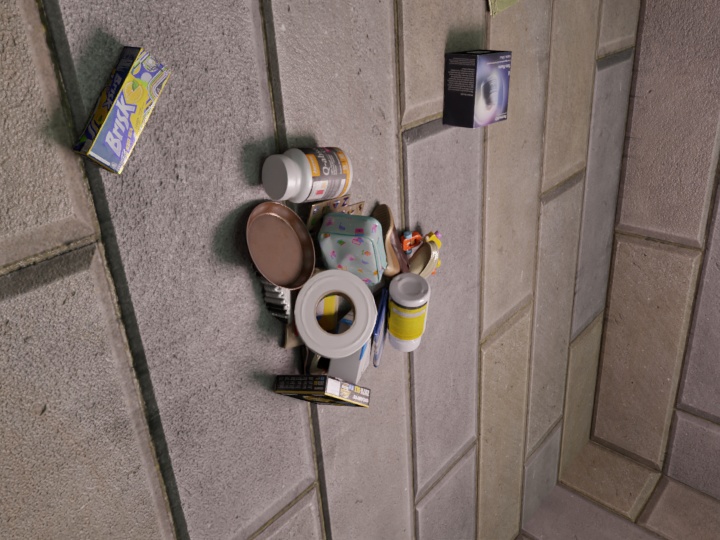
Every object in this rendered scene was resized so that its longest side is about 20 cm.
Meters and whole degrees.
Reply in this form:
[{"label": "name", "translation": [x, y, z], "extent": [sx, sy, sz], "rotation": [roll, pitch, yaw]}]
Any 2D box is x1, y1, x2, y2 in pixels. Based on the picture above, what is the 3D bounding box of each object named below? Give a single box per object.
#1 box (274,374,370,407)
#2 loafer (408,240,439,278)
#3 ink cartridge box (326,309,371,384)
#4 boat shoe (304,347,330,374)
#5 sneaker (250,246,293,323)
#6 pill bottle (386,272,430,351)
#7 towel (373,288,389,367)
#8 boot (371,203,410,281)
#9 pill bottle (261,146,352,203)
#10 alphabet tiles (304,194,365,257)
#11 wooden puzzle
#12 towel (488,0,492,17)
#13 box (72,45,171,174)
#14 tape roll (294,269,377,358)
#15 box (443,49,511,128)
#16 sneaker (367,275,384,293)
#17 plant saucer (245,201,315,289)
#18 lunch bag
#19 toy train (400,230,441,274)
[{"label": "box", "translation": [-0.094, 0.298, 1.499], "extent": [0.157, 0.196, 0.051], "rotation": [24, 66, -41]}, {"label": "loafer", "translation": [0.157, -0.002, 1.765], "extent": [0.067, 0.076, 0.203], "rotation": [12, 118, -43]}, {"label": "ink cartridge box", "translation": [-0.017, 0.196, 1.592], "extent": [0.200, 0.081, 0.151], "rotation": [-32, 135, -78]}, {"label": "boat shoe", "translation": [-0.102, 0.234, 1.566], "extent": [0.070, 0.062, 0.205], "rotation": [-31, 141, -35]}, {"label": "sneaker", "translation": [-0.188, 0.035, 1.414], "extent": [0.081, 0.073, 0.205], "rotation": [-45, 135, -40]}, {"label": "pill bottle", "translation": [0.127, 0.118, 1.648], "extent": [0.113, 0.113, 0.205], "rotation": [-36, 144, -35]}, {"label": "towel", "translation": [0.055, 0.161, 1.667], "extent": [0.202, 0.023, 0.151], "rotation": [86, 17, -57]}, {"label": "boot", "translation": [0.088, -0.066, 1.687], "extent": [0.166, 0.070, 0.208], "rotation": [30, 54, -62]}, {"label": "pill bottle", "translation": [-0.119, -0.215, 1.365], "extent": [0.197, 0.114, 0.121], "rotation": [-15, 115, -46]}, {"label": "alphabet tiles", "translation": [-0.067, -0.110, 1.504], "extent": [0.197, 0.007, 0.171], "rotation": [-23, 140, -44]}, {"label": "wooden puzzle", "translation": [-0.115, 0.093, 1.543], "extent": [0.182, 0.037, 0.208], "rotation": [-8, 109, -49]}, {"label": "towel", "translation": [0.440, -0.878, 1.847], "extent": [0.199, 0.036, 0.152], "rotation": [-41, 131, -32]}, {"label": "box", "translation": [-0.408, -0.275, 1.039], "extent": [0.070, 0.063, 0.205], "rotation": [33, 79, -49]}, {"label": "tape roll", "translation": [-0.060, 0.105, 1.444], "extent": [0.207, 0.198, 0.071], "rotation": [-61, 180, -12]}, {"label": "box", "translation": [0.349, -0.541, 1.797], "extent": [0.197, 0.121, 0.205], "rotation": [-24, 122, -42]}, {"label": "sneaker", "translation": [0.000, 0.000, 1.612], "extent": [0.099, 0.074, 0.203], "rotation": [-41, 133, -14]}, {"label": "plant saucer", "translation": [-0.183, -0.052, 1.352], "extent": [0.197, 0.034, 0.207], "rotation": [24, 56, -41]}, {"label": "lunch bag", "translation": [-0.015, -0.051, 1.472], "extent": [0.202, 0.154, 0.079], "rotation": [77, 21, -54]}, {"label": "toy train", "translation": [0.173, -0.057, 1.825], "extent": [0.146, 0.056, 0.204], "rotation": [-23, 135, -13]}]
